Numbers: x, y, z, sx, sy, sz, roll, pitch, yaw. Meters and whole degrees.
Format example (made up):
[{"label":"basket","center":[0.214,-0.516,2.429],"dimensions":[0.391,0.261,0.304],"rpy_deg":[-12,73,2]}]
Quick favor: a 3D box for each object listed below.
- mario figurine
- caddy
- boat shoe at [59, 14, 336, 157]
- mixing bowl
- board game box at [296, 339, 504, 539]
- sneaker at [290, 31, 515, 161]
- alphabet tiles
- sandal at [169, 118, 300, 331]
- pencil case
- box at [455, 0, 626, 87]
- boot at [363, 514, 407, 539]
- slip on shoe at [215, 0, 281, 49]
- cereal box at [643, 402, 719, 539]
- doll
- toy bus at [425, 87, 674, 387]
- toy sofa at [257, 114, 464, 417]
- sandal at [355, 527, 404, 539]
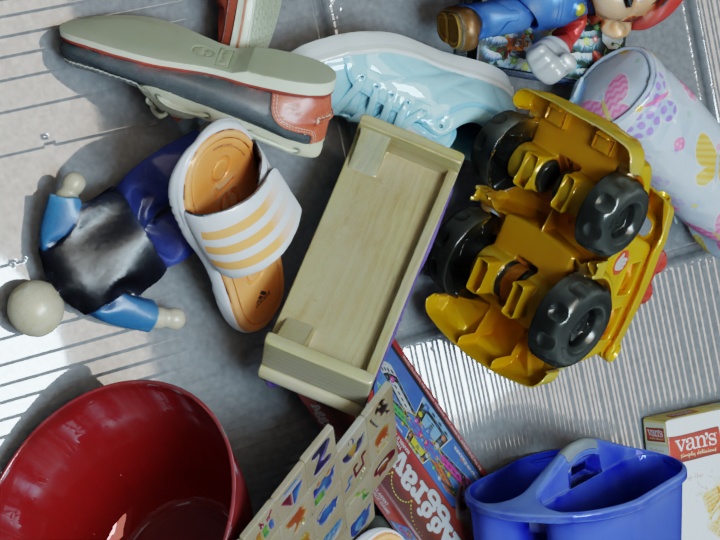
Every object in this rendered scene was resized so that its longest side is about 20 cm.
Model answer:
[{"label":"mario figurine","center":[0.160,-0.217,1.339],"dimensions":[0.199,0.106,0.124],"rpy_deg":[-9,130,-18]},{"label":"caddy","center":[0.165,0.180,1.360],"dimensions":[0.200,0.141,0.105],"rpy_deg":[-15,105,-56]},{"label":"boat shoe","center":[-0.116,-0.130,1.254],"dimensions":[0.199,0.071,0.063],"rpy_deg":[13,122,2]},{"label":"mixing bowl","center":[-0.147,0.186,1.218],"dimensions":[0.201,0.200,0.108],"rpy_deg":[-59,144,-13]},{"label":"board game box","center":[0.034,0.135,1.355],"dimensions":[0.200,0.019,0.103],"rpy_deg":[55,44,-16]},{"label":"sneaker","center":[0.035,-0.120,1.331],"dimensions":[0.199,0.074,0.082],"rpy_deg":[5,54,-25]},{"label":"alphabet tiles","center":[-0.033,0.173,1.220],"dimensions":[0.200,0.008,0.167],"rpy_deg":[-51,154,-29]},{"label":"sandal","center":[-0.070,-0.023,1.238],"dimensions":[0.079,0.059,0.207],"rpy_deg":[-52,150,-23]},{"label":"pencil case","center":[0.251,-0.092,1.422],"dimensions":[0.200,0.091,0.083],"rpy_deg":[39,77,-34]},{"label":"box","center":[0.149,-0.250,1.417],"dimensions":[0.136,0.040,0.201],"rpy_deg":[5,89,-27]},{"label":"boot","center":[-0.044,0.233,1.321],"dimensions":[0.200,0.077,0.139],"rpy_deg":[17,79,-38]},{"label":"slip on shoe","center":[-0.090,-0.234,1.295],"dimensions":[0.061,0.074,0.201],"rpy_deg":[4,99,13]},{"label":"cereal box","center":[0.314,0.210,1.504],"dimensions":[0.143,0.039,0.201],"rpy_deg":[-9,95,-25]},{"label":"doll","center":[-0.161,-0.018,1.266],"dimensions":[0.200,0.048,0.137],"rpy_deg":[-37,107,-21]},{"label":"toy bus","center":[0.170,-0.026,1.352],"dimensions":[0.192,0.136,0.201],"rpy_deg":[-3,121,-47]},{"label":"toy sofa","center":[0.000,0.000,1.286],"dimensions":[0.083,0.098,0.200],"rpy_deg":[22,67,2]},{"label":"sandal","center":[-0.012,0.275,1.258],"dimensions":[0.079,0.059,0.207],"rpy_deg":[39,69,-33]}]
